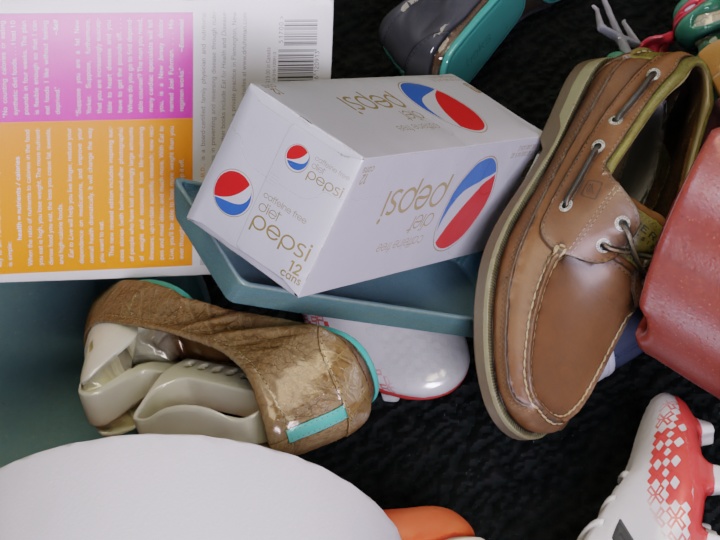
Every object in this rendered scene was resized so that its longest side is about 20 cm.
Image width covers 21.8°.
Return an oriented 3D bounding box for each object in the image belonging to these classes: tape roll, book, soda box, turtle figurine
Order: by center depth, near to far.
[{"bbox_3d":[-0.077,0.152,0.732,0.200,0.203,0.071,-5,49,1],"label":"tape roll"},{"bbox_3d":[0.010,-0.043,0.836,0.063,0.069,0.200,34,20,19],"label":"soda box"},{"bbox_3d":[-0.114,-0.065,0.862,0.198,0.135,0.048,-1,22,-11],"label":"book"},{"bbox_3d":[0.213,-0.098,0.995,0.149,0.101,0.201,-29,67,-2],"label":"turtle figurine"}]

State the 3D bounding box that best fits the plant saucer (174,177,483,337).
[{"bbox_3d":[0.000,0.000,0.859,0.199,0.019,0.070,9,36,-45],"label":"plant saucer"}]

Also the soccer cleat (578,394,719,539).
[{"bbox_3d":[0.111,0.136,0.809,0.084,0.069,0.201,7,54,5],"label":"soccer cleat"}]

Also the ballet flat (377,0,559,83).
[{"bbox_3d":[0.083,-0.178,1.098,0.073,0.073,0.200,32,60,29],"label":"ballet flat"}]

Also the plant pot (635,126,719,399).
[{"bbox_3d":[0.238,0.010,0.817,0.194,0.202,0.201,28,56,20],"label":"plant pot"}]

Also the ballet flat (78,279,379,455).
[{"bbox_3d":[-0.079,0.049,0.824,0.199,0.068,0.072,12,38,46],"label":"ballet flat"}]

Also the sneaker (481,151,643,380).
[{"bbox_3d":[0.104,-0.037,0.967,0.108,0.070,0.201,-27,58,-12],"label":"sneaker"}]

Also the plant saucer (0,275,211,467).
[{"bbox_3d":[-0.171,0.046,0.943,0.198,0.036,0.201,-2,49,2],"label":"plant saucer"}]

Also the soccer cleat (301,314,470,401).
[{"bbox_3d":[-0.011,-0.015,0.949,0.068,0.086,0.200,-24,51,-16],"label":"soccer cleat"}]

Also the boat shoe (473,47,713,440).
[{"bbox_3d":[0.110,-0.018,0.860,0.068,0.072,0.202,-6,59,46],"label":"boat shoe"}]

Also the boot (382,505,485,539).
[{"bbox_3d":[-0.043,0.112,0.834,0.198,0.075,0.108,-6,61,-1],"label":"boot"}]
